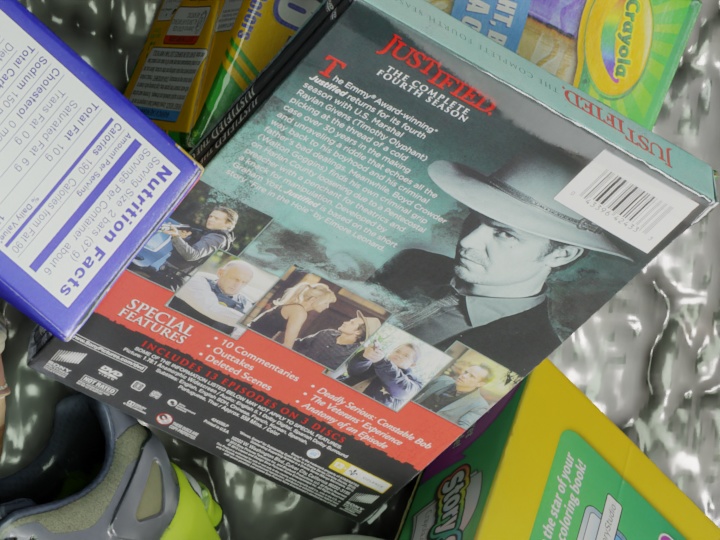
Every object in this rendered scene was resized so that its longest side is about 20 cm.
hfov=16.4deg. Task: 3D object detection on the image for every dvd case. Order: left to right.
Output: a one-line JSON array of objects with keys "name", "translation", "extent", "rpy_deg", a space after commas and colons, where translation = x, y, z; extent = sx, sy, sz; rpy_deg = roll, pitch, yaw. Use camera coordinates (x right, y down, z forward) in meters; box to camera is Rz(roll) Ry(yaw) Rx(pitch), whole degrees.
[{"name": "dvd case", "translation": [0.000, 0.000, 0.836], "extent": [0.146, 0.022, 0.200], "rpy_deg": [27, 130, -22]}]

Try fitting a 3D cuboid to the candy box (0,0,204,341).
[{"name": "candy box", "translation": [-0.161, -0.075, 0.811], "extent": [0.200, 0.169, 0.077], "rpy_deg": [43, 83, -18]}]

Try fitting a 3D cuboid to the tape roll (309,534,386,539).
[{"name": "tape roll", "translation": [0.012, 0.191, 0.893], "extent": [0.203, 0.037, 0.203], "rpy_deg": [30, 43, -33]}]

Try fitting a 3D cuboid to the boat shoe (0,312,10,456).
[{"name": "boat shoe", "translation": [-0.213, 0.062, 0.856], "extent": [0.199, 0.076, 0.072], "rpy_deg": [-12, 101, -17]}]

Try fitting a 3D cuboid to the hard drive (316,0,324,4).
[{"name": "hard drive", "translation": [0.014, -0.195, 0.828], "extent": [0.200, 0.026, 0.132], "rpy_deg": [-44, 101, -32]}]

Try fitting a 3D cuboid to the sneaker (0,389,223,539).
[{"name": "sneaker", "translation": [-0.132, 0.121, 0.864], "extent": [0.200, 0.074, 0.081], "rpy_deg": [-52, 127, -34]}]

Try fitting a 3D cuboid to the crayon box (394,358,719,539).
[{"name": "crayon box", "translation": [0.082, 0.158, 0.919], "extent": [0.173, 0.058, 0.200], "rpy_deg": [43, 39, -17]}]

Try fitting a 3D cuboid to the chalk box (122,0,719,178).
[{"name": "chalk box", "translation": [0.032, -0.063, 0.905], "extent": [0.200, 0.124, 0.124], "rpy_deg": [24, 86, -19]}]
